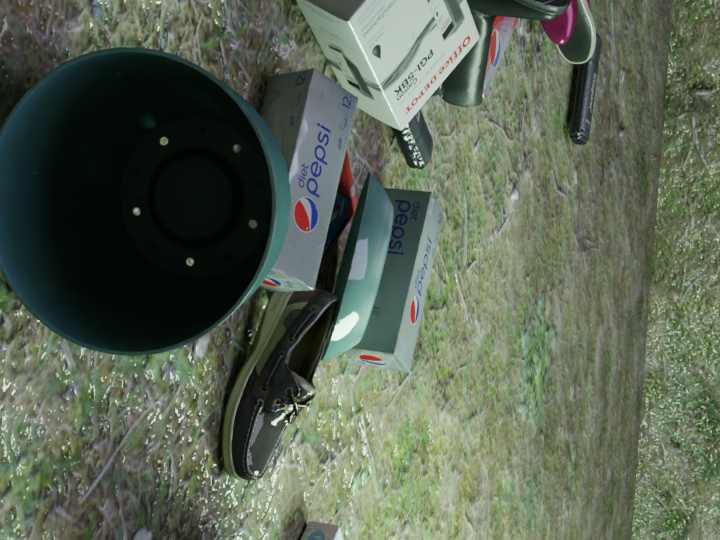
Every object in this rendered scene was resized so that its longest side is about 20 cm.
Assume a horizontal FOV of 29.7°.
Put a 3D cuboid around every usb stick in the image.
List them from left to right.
[{"bbox_3d":[0.049,-0.194,1.598,0.200,0.032,0.056,62,40,-54],"label":"usb stick"},{"bbox_3d":[0.404,-0.328,2.437,0.055,0.032,0.201,28,70,-68],"label":"usb stick"}]

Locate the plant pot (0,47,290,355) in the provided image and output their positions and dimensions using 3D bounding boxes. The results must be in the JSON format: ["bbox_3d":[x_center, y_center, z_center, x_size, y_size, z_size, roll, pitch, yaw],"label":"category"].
[{"bbox_3d":[-0.139,-0.050,0.961,0.161,0.199,0.202,-25,119,-80],"label":"plant pot"}]

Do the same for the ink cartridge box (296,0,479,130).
[{"bbox_3d":[0.032,-0.264,1.404,0.147,0.083,0.200,-51,149,-10],"label":"ink cartridge box"}]

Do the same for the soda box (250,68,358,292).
[{"bbox_3d":[-0.065,-0.084,1.275,0.068,0.063,0.201,27,68,-44],"label":"soda box"}]

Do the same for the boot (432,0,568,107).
[{"bbox_3d":[0.146,-0.269,1.585,0.066,0.164,0.201,-43,157,-41],"label":"boot"}]

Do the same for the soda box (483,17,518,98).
[{"bbox_3d":[0.158,-0.315,1.802,0.070,0.063,0.200,74,31,-42],"label":"soda box"}]

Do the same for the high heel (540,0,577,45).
[{"bbox_3d":[0.298,-0.455,2.111,0.096,0.067,0.201,11,70,-78],"label":"high heel"}]

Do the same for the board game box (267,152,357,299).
[{"bbox_3d":[-0.052,-0.051,1.398,0.200,0.019,0.103,-61,147,-45],"label":"board game box"}]

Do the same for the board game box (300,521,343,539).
[{"bbox_3d":[-0.054,0.414,1.472,0.200,0.043,0.200,-61,149,-44],"label":"board game box"}]

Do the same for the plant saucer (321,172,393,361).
[{"bbox_3d":[0.000,0.000,1.404,0.200,0.036,0.201,-166,-90,-86],"label":"plant saucer"}]

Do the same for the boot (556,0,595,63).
[{"bbox_3d":[0.367,-0.462,2.287,0.145,0.072,0.201,-64,147,-44],"label":"boot"}]

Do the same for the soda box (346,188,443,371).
[{"bbox_3d":[0.037,0.009,1.550,0.063,0.068,0.201,54,47,-61],"label":"soda box"}]

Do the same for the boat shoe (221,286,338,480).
[{"bbox_3d":[-0.074,0.106,1.298,0.072,0.066,0.202,40,64,-57],"label":"boat shoe"}]
